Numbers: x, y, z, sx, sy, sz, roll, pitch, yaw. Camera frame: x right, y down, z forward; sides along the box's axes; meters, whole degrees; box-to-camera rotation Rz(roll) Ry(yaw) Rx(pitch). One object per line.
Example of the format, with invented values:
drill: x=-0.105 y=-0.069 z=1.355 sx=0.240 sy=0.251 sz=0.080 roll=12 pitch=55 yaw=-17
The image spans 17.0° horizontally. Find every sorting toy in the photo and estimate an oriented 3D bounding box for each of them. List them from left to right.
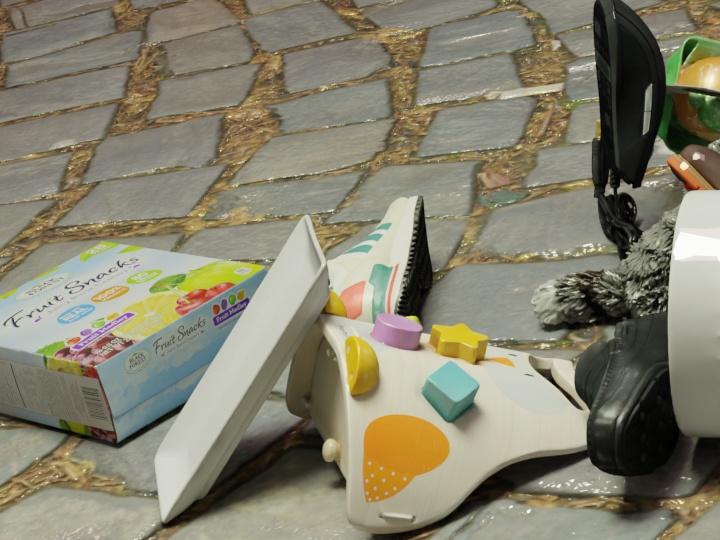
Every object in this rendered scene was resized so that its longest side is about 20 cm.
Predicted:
sorting toy: x=0.061 y=0.079 z=1.521 sx=0.179 sy=0.108 sz=0.200 roll=2 pitch=17 yaw=-14

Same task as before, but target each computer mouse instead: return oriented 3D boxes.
computer mouse: x=0.197 y=-0.110 z=1.759 sx=0.046 sy=0.201 sz=0.140 roll=-6 pitch=14 yaw=-2

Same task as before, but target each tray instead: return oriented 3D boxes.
tray: x=-0.073 y=0.065 z=1.548 sx=0.022 sy=0.201 sz=0.107 roll=28 pitch=13 yaw=-17

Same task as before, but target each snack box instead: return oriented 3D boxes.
snack box: x=-0.184 y=0.048 z=1.757 sx=0.199 sy=0.068 sz=0.168 roll=7 pitch=29 yaw=46

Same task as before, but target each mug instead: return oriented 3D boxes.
mug: x=0.272 y=0.018 z=1.388 sx=0.174 sy=0.149 sz=0.200 roll=1 pitch=-20 yaw=17

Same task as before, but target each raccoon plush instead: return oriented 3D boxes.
raccoon plush: x=0.199 y=-0.027 z=1.611 sx=0.199 sy=0.135 sz=0.097 roll=-8 pitch=22 yaw=14

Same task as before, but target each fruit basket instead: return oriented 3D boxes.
fruit basket: x=0.301 y=-0.110 z=1.764 sx=0.184 sy=0.094 sz=0.200 roll=11 pitch=8 yaw=-17

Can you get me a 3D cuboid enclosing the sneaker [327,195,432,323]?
sneaker: x=0.000 y=0.001 z=1.756 sx=0.093 sy=0.071 sz=0.200 roll=-4 pitch=25 yaw=8

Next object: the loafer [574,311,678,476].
loafer: x=0.163 y=0.075 z=1.465 sx=0.070 sy=0.069 sz=0.201 roll=3 pitch=18 yaw=18

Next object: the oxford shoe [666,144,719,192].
oxford shoe: x=0.288 y=-0.037 z=1.519 sx=0.199 sy=0.073 sz=0.071 roll=29 pitch=7 yaw=-8
